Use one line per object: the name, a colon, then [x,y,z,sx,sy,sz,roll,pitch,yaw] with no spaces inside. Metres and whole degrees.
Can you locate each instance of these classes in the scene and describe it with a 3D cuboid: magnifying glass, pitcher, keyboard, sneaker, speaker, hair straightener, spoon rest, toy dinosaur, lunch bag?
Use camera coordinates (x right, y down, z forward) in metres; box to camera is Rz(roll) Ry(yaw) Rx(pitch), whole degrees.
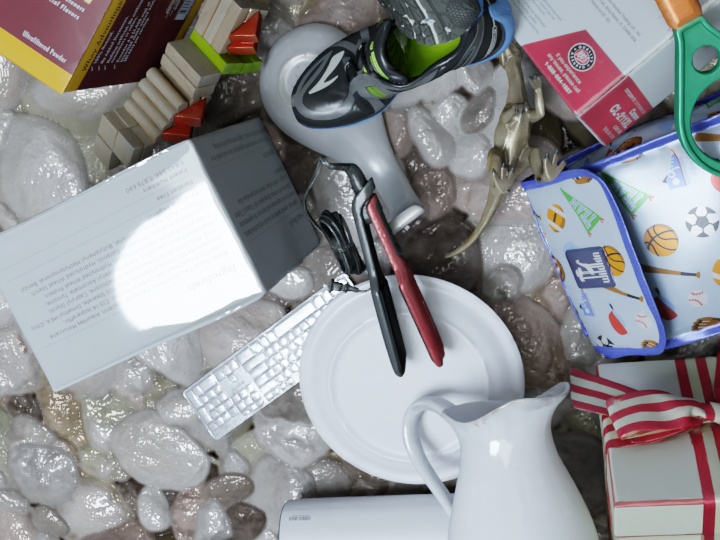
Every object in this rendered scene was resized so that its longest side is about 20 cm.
magnifying glass: [0.233,-0.153,0.748,0.079,0.022,0.200,-28,106,13]
pitcher: [0.109,0.198,0.882,0.171,0.121,0.201,-8,91,50]
keyboard: [-0.075,0.081,1.002,0.200,0.011,0.056,-36,94,15]
sneaker: [0.041,-0.235,0.769,0.090,0.200,0.079,-30,135,0]
sneaker: [0.020,-0.165,0.835,0.199,0.083,0.071,-18,86,34]
speaker: [0.031,0.243,0.985,0.199,0.081,0.082,-4,102,10]
hair straightener: [0.000,0.000,0.886,0.077,0.041,0.201,-19,110,17]
spoon rest: [-0.012,-0.119,0.929,0.099,0.061,0.200,-35,81,14]
toy dinosaur: [0.121,-0.092,0.883,0.058,0.101,0.201,6,106,-12]
lunch bag: [0.245,-0.032,0.866,0.199,0.124,0.171,-20,100,30]

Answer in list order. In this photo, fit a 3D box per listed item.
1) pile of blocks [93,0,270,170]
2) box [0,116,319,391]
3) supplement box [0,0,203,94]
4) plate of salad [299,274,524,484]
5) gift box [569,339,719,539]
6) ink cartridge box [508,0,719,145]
pile of blocks: [-0.136,-0.149,0.911,0.200,0.082,0.062,-46,70,10]
box: [-0.162,-0.021,0.896,0.199,0.199,0.131,-24,97,14]
supplement box: [-0.199,-0.261,0.847,0.132,0.200,0.198,34,106,1]
plate of salad: [0.045,0.095,0.961,0.199,0.048,0.201,3,110,9]
gift box: [0.268,0.163,0.867,0.183,0.200,0.187,-7,124,5]
ink cartridge box: [0.213,-0.217,0.815,0.200,0.083,0.146,-39,62,16]
